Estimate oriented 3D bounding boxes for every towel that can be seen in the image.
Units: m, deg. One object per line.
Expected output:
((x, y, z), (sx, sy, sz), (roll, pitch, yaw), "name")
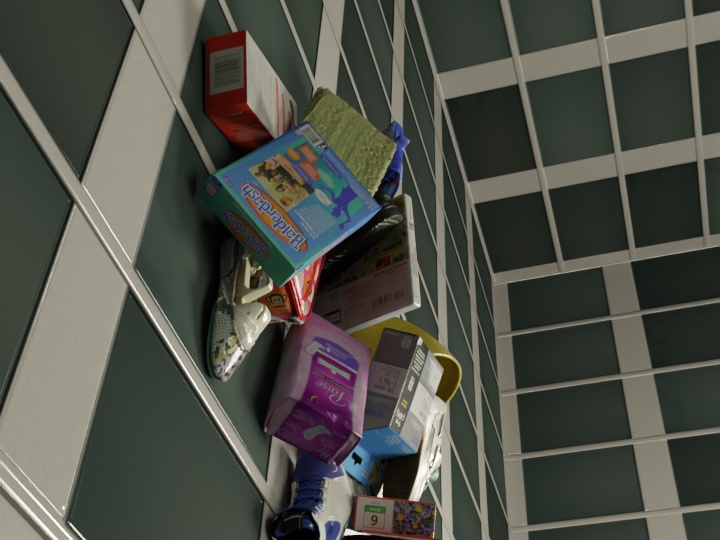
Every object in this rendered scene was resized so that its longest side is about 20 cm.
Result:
((-0.028, -0.169, 1.458), (0.148, 0.036, 0.200), (36, 38, -12), "towel")

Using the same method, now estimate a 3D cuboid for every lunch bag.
((0.025, -0.147, 1.748), (0.094, 0.200, 0.151), (29, 34, -15), "lunch bag")
((-0.102, -0.023, 1.404), (0.200, 0.081, 0.177), (-78, 159, -54), "lunch bag")

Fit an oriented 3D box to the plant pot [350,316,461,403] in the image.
((0.046, 0.157, 1.712), (0.142, 0.199, 0.200), (58, -3, 37), "plant pot")

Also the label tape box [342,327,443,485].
((0.046, 0.202, 1.471), (0.201, 0.063, 0.144), (-70, 155, -17), "label tape box")

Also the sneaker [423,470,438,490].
((0.074, 0.290, 1.666), (0.201, 0.117, 0.074), (100, -1, -49), "sneaker")

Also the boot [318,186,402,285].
((-0.052, -0.091, 1.545), (0.169, 0.200, 0.076), (58, 19, 20), "boot")

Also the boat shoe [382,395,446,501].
((0.090, 0.282, 1.549), (0.069, 0.071, 0.201), (28, 72, -36), "boat shoe")

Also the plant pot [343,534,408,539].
((0.050, 0.461, 1.402), (0.200, 0.182, 0.202), (-6, 90, -67), "plant pot")

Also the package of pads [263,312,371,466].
((-0.054, 0.152, 1.377), (0.120, 0.076, 0.200), (29, 31, -13), "package of pads")

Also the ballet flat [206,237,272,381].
((-0.138, 0.036, 1.218), (0.072, 0.072, 0.201), (65, 20, -48), "ballet flat")

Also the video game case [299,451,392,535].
((-0.002, 0.294, 1.520), (0.182, 0.022, 0.201), (-40, 124, -40), "video game case")

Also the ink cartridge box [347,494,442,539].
((0.042, 0.329, 1.387), (0.200, 0.108, 0.051), (122, -25, -75), "ink cartridge box")

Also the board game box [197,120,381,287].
((-0.083, -0.087, 1.283), (0.152, 0.045, 0.200), (50, 41, 2), "board game box")

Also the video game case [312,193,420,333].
((0.000, 0.000, 1.561), (0.023, 0.199, 0.183), (26, 51, -45), "video game case")

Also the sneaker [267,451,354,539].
((-0.062, 0.311, 1.307), (0.115, 0.080, 0.200), (67, 20, -51), "sneaker")

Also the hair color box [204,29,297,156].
((-0.143, -0.219, 1.397), (0.200, 0.064, 0.112), (49, 34, -63), "hair color box")
